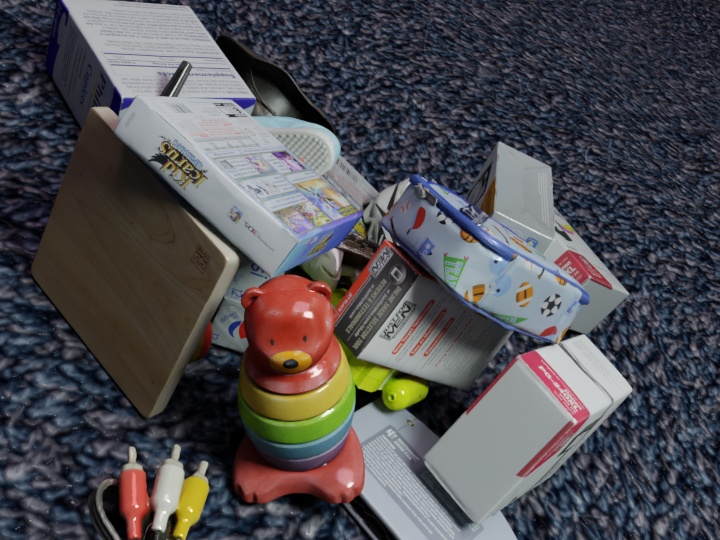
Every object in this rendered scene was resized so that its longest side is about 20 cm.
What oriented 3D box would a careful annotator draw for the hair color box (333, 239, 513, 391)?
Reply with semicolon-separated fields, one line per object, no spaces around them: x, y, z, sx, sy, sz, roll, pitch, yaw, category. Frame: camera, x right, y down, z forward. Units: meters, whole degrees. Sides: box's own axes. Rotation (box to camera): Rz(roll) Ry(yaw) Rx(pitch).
0.068;0.050;0.931;0.199;0.102;0.061;24;18;-51;hair color box

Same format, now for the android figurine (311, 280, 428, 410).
-0.008;0.071;0.966;0.182;0.041;0.200;42;15;15;android figurine

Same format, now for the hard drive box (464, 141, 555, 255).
0.145;-0.021;1.098;0.076;0.201;0.157;23;35;-7;hard drive box

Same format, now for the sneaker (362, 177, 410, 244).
0.058;-0.026;1.076;0.074;0.088;0.202;25;41;-41;sneaker

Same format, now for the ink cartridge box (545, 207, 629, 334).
0.239;-0.025;1.229;0.145;0.083;0.201;16;34;-54;ink cartridge box

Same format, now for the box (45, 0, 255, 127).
-0.258;-0.229;1.144;0.182;0.106;0.201;-8;50;-40;box

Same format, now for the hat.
-0.131;-0.208;1.217;0.200;0.201;0.081;37;82;6;hat

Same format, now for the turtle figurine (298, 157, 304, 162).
-0.154;-0.055;0.961;0.163;0.197;0.065;-86;152;-48;turtle figurine

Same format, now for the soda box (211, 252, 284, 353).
-0.119;-0.006;1.011;0.063;0.069;0.202;19;38;-16;soda box

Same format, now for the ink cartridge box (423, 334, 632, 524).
0.172;0.150;0.926;0.083;0.146;0.199;47;24;21;ink cartridge box

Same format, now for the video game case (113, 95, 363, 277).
-0.101;-0.082;0.845;0.181;0.046;0.200;40;17;6;video game case

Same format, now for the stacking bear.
-0.057;0.093;0.803;0.119;0.202;0.115;0;41;1;stacking bear

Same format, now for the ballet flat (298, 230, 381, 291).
0.000;0.000;0.982;0.197;0.068;0.076;19;49;-10;ballet flat

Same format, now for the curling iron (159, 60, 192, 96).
-0.229;-0.138;1.028;0.049;0.026;0.203;21;79;-2;curling iron

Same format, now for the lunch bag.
0.116;-0.014;0.893;0.199;0.076;0.160;29;13;-39;lunch bag

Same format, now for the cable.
-0.164;0.225;0.726;0.096;0.051;0.202;15;38;-22;cable

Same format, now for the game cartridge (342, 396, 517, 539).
0.053;0.216;0.901;0.132;0.041;0.200;-23;62;-43;game cartridge

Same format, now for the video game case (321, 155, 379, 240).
-0.005;-0.051;1.122;0.200;0.022;0.183;44;30;-17;video game case

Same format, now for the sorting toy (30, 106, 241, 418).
-0.195;-0.010;0.858;0.200;0.200;0.069;45;33;20;sorting toy

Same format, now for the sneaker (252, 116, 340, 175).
-0.117;-0.143;1.073;0.197;0.075;0.082;13;17;10;sneaker
